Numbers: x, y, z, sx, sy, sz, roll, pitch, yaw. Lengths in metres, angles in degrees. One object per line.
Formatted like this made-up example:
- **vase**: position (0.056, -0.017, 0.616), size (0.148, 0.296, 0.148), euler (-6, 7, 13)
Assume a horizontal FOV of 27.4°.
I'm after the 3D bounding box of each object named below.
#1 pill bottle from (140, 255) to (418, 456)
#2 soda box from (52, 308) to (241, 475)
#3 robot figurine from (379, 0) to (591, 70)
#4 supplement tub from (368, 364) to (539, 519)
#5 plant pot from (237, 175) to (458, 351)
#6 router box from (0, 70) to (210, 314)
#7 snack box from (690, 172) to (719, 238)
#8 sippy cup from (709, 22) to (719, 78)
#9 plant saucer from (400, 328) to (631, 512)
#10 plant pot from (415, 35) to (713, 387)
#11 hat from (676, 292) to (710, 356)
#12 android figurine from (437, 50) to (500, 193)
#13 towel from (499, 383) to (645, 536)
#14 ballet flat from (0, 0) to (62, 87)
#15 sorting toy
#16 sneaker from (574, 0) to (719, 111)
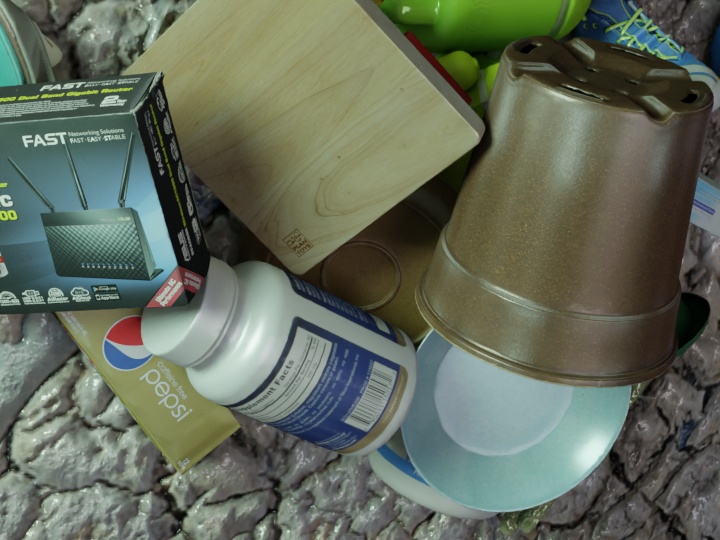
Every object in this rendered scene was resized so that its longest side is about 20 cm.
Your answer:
- **pill bottle**: position (-0.062, 0.060, 1.115), size (0.200, 0.111, 0.111), euler (27, 96, -34)
- **soda box**: position (-0.174, 0.064, 1.144), size (0.064, 0.068, 0.200), euler (-39, 126, -11)
- **robot figurine**: position (0.097, -0.229, 1.147), size (0.199, 0.116, 0.176), euler (-8, 107, -29)
- **supplement tub**: position (0.099, 0.103, 1.291), size (0.132, 0.132, 0.200), euler (13, 104, -35)
- **plant pot**: position (0.000, 0.000, 1.189), size (0.199, 0.028, 0.201), euler (0, 119, -1)
- **router box**: position (-0.215, -0.048, 1.002), size (0.199, 0.062, 0.150), euler (-4, 122, 14)
- **snack box**: position (0.225, -0.097, 1.232), size (0.116, 0.200, 0.037), euler (23, 105, -36)
- **sippy cup**: position (0.397, -0.194, 1.348), size (0.130, 0.140, 0.178), euler (9, 82, -23)
- **plant saucer**: position (0.123, 0.098, 1.205), size (0.200, 0.039, 0.202), euler (-5, 109, -14)
- **plant pot**: position (0.156, -0.052, 1.060), size (0.200, 0.200, 0.199), euler (-4, 120, -30)
- **hat**: position (0.210, -0.015, 1.325), size (0.165, 0.200, 0.176), euler (-17, 107, 24)
- **android figurine**: position (0.095, -0.111, 1.174), size (0.200, 0.041, 0.182), euler (-21, 148, 21)
- **towel**: position (0.203, 0.155, 1.376), size (0.200, 0.036, 0.148), euler (-54, 173, 16)
- **ballet flat**: position (-0.232, -0.126, 1.036), size (0.064, 0.067, 0.200), euler (-46, 133, -41)
- **sorting toy**: position (-0.039, -0.129, 1.060), size (0.199, 0.070, 0.200), euler (46, 127, -12)
- **sneaker**: position (0.222, -0.175, 1.209), size (0.076, 0.200, 0.105), euler (-39, 110, -1)
